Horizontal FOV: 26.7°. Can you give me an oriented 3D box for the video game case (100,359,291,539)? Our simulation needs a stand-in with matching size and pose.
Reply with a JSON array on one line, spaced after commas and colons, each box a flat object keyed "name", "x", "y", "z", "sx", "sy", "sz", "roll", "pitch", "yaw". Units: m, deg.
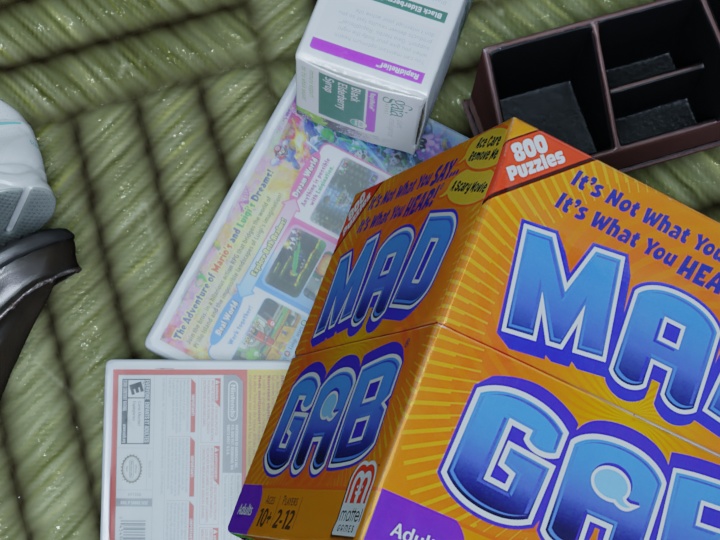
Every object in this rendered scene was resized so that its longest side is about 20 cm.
[{"name": "video game case", "x": -0.046, "y": 0.122, "z": 0.852, "sx": 0.200, "sy": 0.017, "sz": 0.143, "roll": 0, "pitch": 83, "yaw": 4}]

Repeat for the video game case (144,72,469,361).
[{"name": "video game case", "x": 0.000, "y": 0.000, "z": 0.891, "sx": 0.182, "sy": 0.024, "sz": 0.200, "roll": 28, "pitch": 82, "yaw": 7}]

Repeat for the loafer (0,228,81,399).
[{"name": "loafer", "x": -0.229, "y": 0.057, "z": 0.869, "sx": 0.200, "sy": 0.073, "sz": 0.071, "roll": -44, "pitch": 90, "yaw": -1}]

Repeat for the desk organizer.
[{"name": "desk organizer", "x": 0.166, "y": -0.107, "z": 0.865, "sx": 0.200, "sy": 0.077, "sz": 0.072, "roll": -16, "pitch": 73, "yaw": -7}]

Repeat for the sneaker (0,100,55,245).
[{"name": "sneaker", "x": -0.282, "y": -0.043, "z": 0.893, "sx": 0.200, "sy": 0.070, "sz": 0.080, "roll": -14, "pitch": 64, "yaw": -4}]

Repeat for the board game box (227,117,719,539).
[{"name": "board game box", "x": 0.084, "y": 0.074, "z": 0.746, "sx": 0.200, "sy": 0.200, "sz": 0.200, "roll": 25, "pitch": 75, "yaw": -16}]

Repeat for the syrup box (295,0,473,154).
[{"name": "syrup box", "x": 0.030, "y": -0.178, "z": 0.883, "sx": 0.081, "sy": 0.079, "sz": 0.200, "roll": 20, "pitch": 72, "yaw": 5}]
